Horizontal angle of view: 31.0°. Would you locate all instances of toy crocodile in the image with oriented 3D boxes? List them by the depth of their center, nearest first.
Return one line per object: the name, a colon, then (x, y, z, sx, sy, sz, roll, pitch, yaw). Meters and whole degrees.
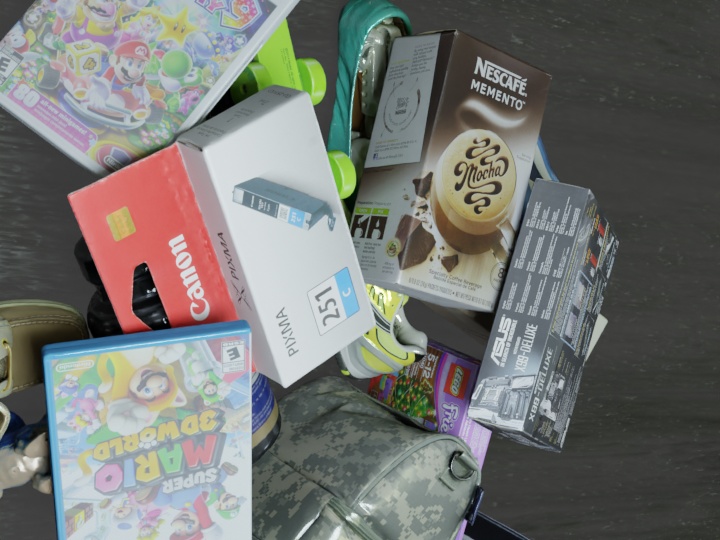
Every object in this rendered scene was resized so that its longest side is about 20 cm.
toy crocodile: (-0.059, -0.104, 0.996, 0.067, 0.062, 0.200, -20, 95, -39)

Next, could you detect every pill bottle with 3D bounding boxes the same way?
pill bottle: (-0.142, 0.055, 0.997, 0.112, 0.112, 0.200, -31, 117, -25)

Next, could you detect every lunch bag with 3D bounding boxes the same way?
lunch bag: (-0.012, 0.181, 1.063, 0.168, 0.200, 0.139, -51, 124, -12)

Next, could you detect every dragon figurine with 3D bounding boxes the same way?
dragon figurine: (-0.269, 0.141, 0.959, 0.200, 0.099, 0.059, -26, 109, -11)

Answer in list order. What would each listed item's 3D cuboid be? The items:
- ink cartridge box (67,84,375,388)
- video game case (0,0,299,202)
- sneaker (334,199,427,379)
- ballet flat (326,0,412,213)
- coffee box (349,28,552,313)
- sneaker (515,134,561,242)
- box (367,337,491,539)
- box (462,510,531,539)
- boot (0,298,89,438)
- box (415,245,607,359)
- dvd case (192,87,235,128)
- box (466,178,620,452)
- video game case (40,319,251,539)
ink cartridge box: (-0.089, -0.004, 0.915, 0.176, 0.045, 0.200, -33, 123, -26)
video game case: (-0.153, -0.166, 0.908, 0.143, 0.018, 0.200, 36, 79, 4)
sneaker: (0.000, 0.000, 1.088, 0.075, 0.076, 0.200, -71, 146, -52)
ballet flat: (0.011, -0.128, 1.082, 0.067, 0.070, 0.200, -8, 106, -33)
coffee box: (0.069, -0.077, 1.032, 0.113, 0.080, 0.200, 16, 85, -37)
sneaker: (0.143, -0.061, 1.191, 0.082, 0.074, 0.200, -41, 114, -17)
box: (0.047, 0.162, 1.138, 0.039, 0.137, 0.200, 12, 94, -37)
box: (0.134, 0.337, 1.236, 0.104, 0.148, 0.200, -42, 123, -19)
boot: (-0.261, 0.079, 0.892, 0.200, 0.155, 0.072, -11, 108, -31)
box: (0.124, 0.023, 1.184, 0.200, 0.095, 0.078, 35, 82, -34)
dvd case: (-0.085, -0.048, 1.011, 0.146, 0.022, 0.200, -66, 144, -59)
box: (0.155, 0.043, 1.071, 0.158, 0.050, 0.200, 33, 72, -66)
video game case: (-0.148, 0.134, 0.928, 0.143, 0.018, 0.200, -7, 119, -18)
